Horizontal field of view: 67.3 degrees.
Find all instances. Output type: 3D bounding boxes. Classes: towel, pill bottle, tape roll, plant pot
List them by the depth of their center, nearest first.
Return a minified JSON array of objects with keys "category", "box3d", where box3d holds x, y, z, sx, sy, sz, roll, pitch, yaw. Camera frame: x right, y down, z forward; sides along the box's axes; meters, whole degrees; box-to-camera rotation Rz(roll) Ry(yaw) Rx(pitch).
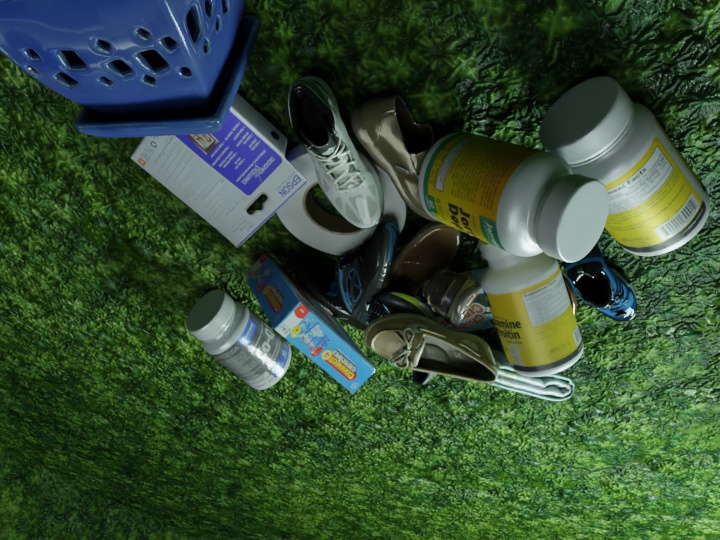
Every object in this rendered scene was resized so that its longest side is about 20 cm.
[{"category":"plant pot","box3d":[-0.215,-0.251,0.540,0.196,0.203,0.181,1,146,13]},{"category":"pill bottle","box3d":[0.165,-0.083,0.605,0.199,0.113,0.113,33,163,48]},{"category":"pill bottle","box3d":[0.301,-0.116,0.621,0.199,0.116,0.114,37,134,-26]},{"category":"pill bottle","box3d":[0.239,0.039,0.777,0.111,0.112,0.203,-16,103,30]},{"category":"tape roll","box3d":[-0.029,-0.102,0.783,0.199,0.037,0.205,8,139,6]},{"category":"towel","box3d":[0.241,0.165,0.933,0.197,0.049,0.171,19,-179,-27]},{"category":"pill bottle","box3d":[-0.234,0.133,1.049,0.112,0.115,0.200,-16,133,30]}]

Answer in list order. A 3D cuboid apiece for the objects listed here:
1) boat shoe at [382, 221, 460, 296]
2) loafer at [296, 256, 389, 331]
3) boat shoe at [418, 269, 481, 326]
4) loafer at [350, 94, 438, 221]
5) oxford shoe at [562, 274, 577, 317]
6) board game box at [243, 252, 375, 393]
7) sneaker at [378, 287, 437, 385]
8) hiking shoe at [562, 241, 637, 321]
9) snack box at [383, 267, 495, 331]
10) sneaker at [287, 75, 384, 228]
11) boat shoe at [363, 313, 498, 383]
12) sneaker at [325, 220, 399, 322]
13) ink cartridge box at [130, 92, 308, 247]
[{"category":"boat shoe","box3d":[0.083,-0.023,0.820,0.070,0.065,0.200,16,144,-17]},{"category":"loafer","box3d":[-0.040,0.053,0.936,0.199,0.074,0.071,39,143,-23]},{"category":"boat shoe","box3d":[0.127,0.030,0.779,0.073,0.075,0.200,33,176,10]},{"category":"loafer","box3d":[0.071,-0.139,0.684,0.067,0.077,0.199,-21,130,42]},{"category":"oxford shoe","box3d":[0.291,0.086,0.877,0.070,0.072,0.202,-14,142,-16]},{"category":"board game box","box3d":[-0.087,0.083,0.898,0.056,0.200,0.196,-45,123,-1]},{"category":"sneaker","box3d":[0.081,0.106,0.841,0.073,0.081,0.201,14,147,51]},{"category":"hiking shoe","box3d":[0.350,0.030,0.799,0.074,0.088,0.199,-26,127,37]},{"category":"snack box","box3d":[0.149,0.061,0.926,0.197,0.038,0.117,-12,134,26]},{"category":"sneaker","box3d":[-0.035,-0.127,0.644,0.075,0.116,0.203,-24,107,14]},{"category":"boat shoe","box3d":[0.102,0.117,0.781,0.197,0.063,0.074,17,112,-12]},{"category":"sneaker","box3d":[0.000,0.000,0.810,0.081,0.074,0.201,26,135,4]},{"category":"ink cartridge box","box3d":[-0.193,-0.149,0.748,0.200,0.044,0.197,42,132,-18]}]
